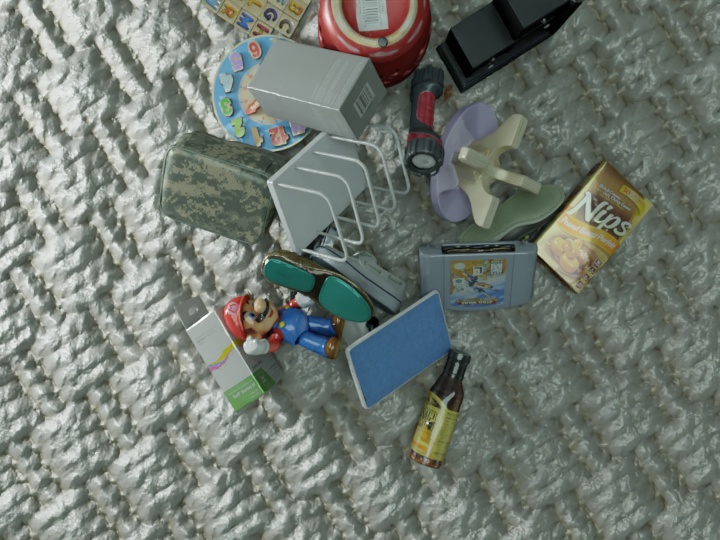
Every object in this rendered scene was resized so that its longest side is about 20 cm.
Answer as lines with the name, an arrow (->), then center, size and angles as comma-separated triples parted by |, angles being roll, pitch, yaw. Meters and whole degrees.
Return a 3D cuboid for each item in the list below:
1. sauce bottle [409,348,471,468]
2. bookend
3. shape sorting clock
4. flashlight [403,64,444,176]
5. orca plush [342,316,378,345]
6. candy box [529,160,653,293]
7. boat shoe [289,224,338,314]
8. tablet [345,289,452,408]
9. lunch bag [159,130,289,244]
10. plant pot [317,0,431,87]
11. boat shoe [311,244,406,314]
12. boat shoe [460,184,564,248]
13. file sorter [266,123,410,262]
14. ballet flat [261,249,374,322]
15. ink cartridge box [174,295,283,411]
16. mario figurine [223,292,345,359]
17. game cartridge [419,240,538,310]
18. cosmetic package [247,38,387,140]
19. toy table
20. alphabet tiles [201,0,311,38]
sauce bottle -> 0.141, 0.237, 1.409 | 0.065, 0.066, 0.204 | 17, 89, -1
bookend -> 0.237, -0.400, 1.324 | 0.196, 0.200, 0.093 | -32, 91, 0
shape sorting clock -> -0.160, -0.307, 1.405 | 0.195, 0.039, 0.205 | 0, 92, -1
flashlight -> 0.112, -0.254, 1.346 | 0.066, 0.068, 0.204 | 13, 59, -6
orca plush -> 0.022, 0.111, 1.403 | 0.071, 0.105, 0.202 | -41, 100, -36
candy box -> 0.394, -0.075, 1.404 | 0.115, 0.055, 0.201 | 41, 92, -2
boat shoe -> -0.102, 0.011, 1.396 | 0.067, 0.074, 0.203 | 21, 92, -5
tablet -> 0.068, 0.132, 1.370 | 0.198, 0.014, 0.132 | -31, 122, -23
lunch bag -> -0.214, -0.151, 1.348 | 0.196, 0.169, 0.142 | 16, 120, 1
plant pot -> 0.026, -0.415, 1.334 | 0.195, 0.182, 0.206 | 0, 92, -2
boat shoe -> 0.000, 0.000, 1.378 | 0.199, 0.073, 0.068 | 37, 73, -37
boat shoe -> 0.264, -0.078, 1.404 | 0.198, 0.061, 0.072 | -29, 51, -3
file sorter -> -0.025, -0.131, 1.300 | 0.200, 0.123, 0.141 | -47, 135, -34
ballet flat -> -0.064, 0.018, 1.308 | 0.197, 0.066, 0.071 | 29, 112, -7
ink cartridge box -> -0.220, 0.121, 1.374 | 0.067, 0.117, 0.202 | -31, 92, 14
mario figurine -> -0.123, 0.080, 1.307 | 0.195, 0.124, 0.108 | 11, 105, -2
game cartridge -> 0.198, 0.011, 1.378 | 0.195, 0.042, 0.135 | -2, 129, 4
cosmetic package -> -0.072, -0.292, 1.300 | 0.197, 0.090, 0.108 | 21, 73, 34
toy table -> 0.202, -0.174, 1.345 | 0.181, 0.116, 0.205 | 4, 100, -35
alphabet tiles -> -0.181, -0.502, 1.416 | 0.198, 0.006, 0.168 | 32, 91, -1
